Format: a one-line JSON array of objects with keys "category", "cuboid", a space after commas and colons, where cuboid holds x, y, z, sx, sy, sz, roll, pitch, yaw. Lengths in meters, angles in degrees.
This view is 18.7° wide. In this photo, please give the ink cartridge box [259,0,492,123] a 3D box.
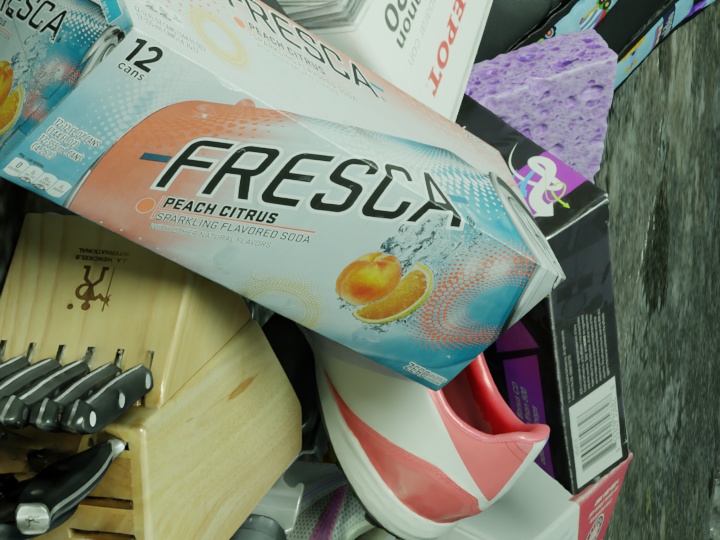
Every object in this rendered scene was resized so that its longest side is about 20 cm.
[{"category": "ink cartridge box", "cuboid": [-0.024, -0.146, 0.735, 0.200, 0.085, 0.146, 56, 44, -49]}]

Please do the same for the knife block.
[{"category": "knife block", "cuboid": [-0.085, 0.080, 0.699, 0.200, 0.064, 0.176, 67, 32, -59]}]

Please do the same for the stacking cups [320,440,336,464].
[{"category": "stacking cups", "cuboid": [0.001, -0.001, 1.017, 0.061, 0.060, 0.200, -49, 136, -65]}]

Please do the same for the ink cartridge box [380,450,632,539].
[{"category": "ink cartridge box", "cuboid": [0.039, 0.174, 1.004, 0.145, 0.083, 0.200, -29, 139, -60]}]

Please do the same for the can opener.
[{"category": "can opener", "cuboid": [-0.057, 0.103, 0.828, 0.067, 0.053, 0.200, 72, 29, -56]}]

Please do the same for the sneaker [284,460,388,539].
[{"category": "sneaker", "cuboid": [-0.017, 0.165, 0.877, 0.081, 0.088, 0.200, 32, 55, -73]}]

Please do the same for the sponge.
[{"category": "sponge", "cuboid": [0.064, -0.023, 1.088, 0.030, 0.111, 0.200, 54, -25, 37]}]

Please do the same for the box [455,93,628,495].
[{"category": "box", "cuboid": [0.023, -0.019, 0.855, 0.036, 0.200, 0.143, -33, 138, -20]}]

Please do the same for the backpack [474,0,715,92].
[{"category": "backpack", "cuboid": [0.084, -0.153, 1.117, 0.200, 0.134, 0.183, -49, 153, -10]}]

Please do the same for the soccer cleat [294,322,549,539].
[{"category": "soccer cleat", "cuboid": [0.000, 0.000, 0.815, 0.068, 0.073, 0.200, -11, 69, -54]}]

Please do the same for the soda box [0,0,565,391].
[{"category": "soda box", "cuboid": [-0.027, -0.034, 0.679, 0.200, 0.064, 0.068, 27, 29, -42]}]
